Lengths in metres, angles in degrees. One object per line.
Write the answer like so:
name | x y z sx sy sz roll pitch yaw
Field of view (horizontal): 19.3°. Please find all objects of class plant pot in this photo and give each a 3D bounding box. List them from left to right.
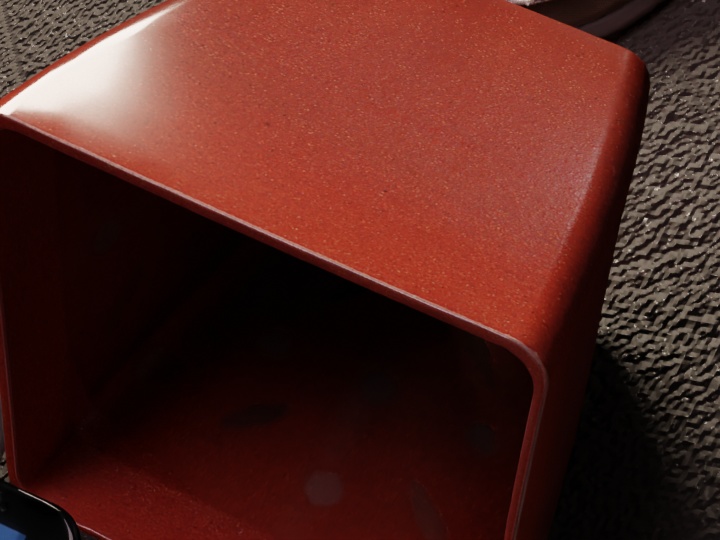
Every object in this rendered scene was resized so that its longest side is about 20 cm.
plant pot | 0.000 0.000 0.752 0.199 0.201 0.177 23 49 16

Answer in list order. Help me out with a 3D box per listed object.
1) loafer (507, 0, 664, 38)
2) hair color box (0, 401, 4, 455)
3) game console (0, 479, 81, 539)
loafer | 0.129 -0.173 0.925 0.199 0.071 0.073 -35 42 4
hair color box | -0.201 0.065 0.871 0.061 0.101 0.202 10 77 38
game console | -0.222 0.130 0.720 0.199 0.120 0.172 17 20 36
